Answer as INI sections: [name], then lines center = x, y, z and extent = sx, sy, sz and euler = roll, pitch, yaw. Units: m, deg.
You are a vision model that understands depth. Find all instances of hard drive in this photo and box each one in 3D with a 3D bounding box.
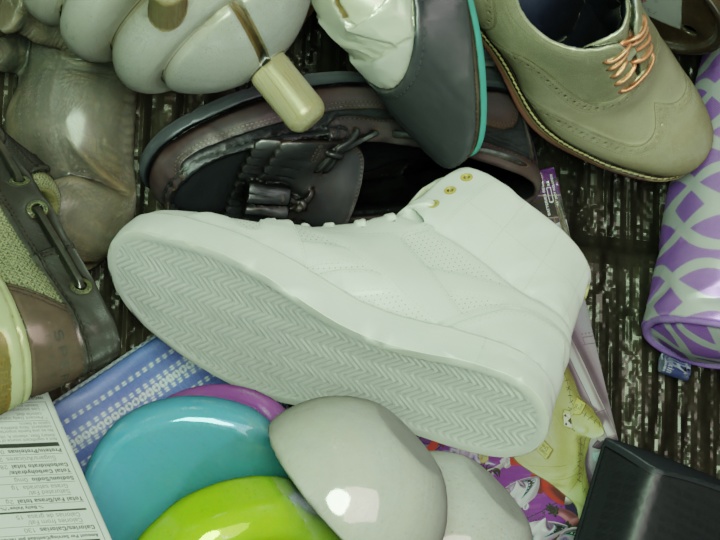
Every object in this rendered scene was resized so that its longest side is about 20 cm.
[hard drive]
center = 0.182, 0.175, 1.011
extent = 0.199, 0.042, 0.136
euler = 28, 73, -30

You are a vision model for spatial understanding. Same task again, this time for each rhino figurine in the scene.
[rhino figurine]
center = -0.130, -0.095, 0.914
extent = 0.087, 0.059, 0.202
euler = 15, 76, -43

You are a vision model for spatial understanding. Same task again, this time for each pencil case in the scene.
[pencil case]
center = 0.200, -0.045, 1.039
extent = 0.085, 0.084, 0.202
euler = 18, 76, -16

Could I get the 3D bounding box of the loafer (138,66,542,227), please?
[loafer]
center = -0.001, -0.049, 0.939
extent = 0.199, 0.072, 0.063
euler = -11, 60, -32

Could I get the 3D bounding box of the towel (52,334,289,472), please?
[towel]
center = -0.067, 0.132, 0.936
extent = 0.144, 0.024, 0.201
euler = -34, 97, -24

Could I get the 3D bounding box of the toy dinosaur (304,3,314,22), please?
[toy dinosaur]
center = 0.031, -0.145, 0.968
extent = 0.199, 0.058, 0.102
euler = 0, 101, -33

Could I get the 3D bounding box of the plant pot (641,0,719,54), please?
[plant pot]
center = 0.177, -0.213, 1.001
extent = 0.186, 0.187, 0.201
euler = 35, 74, -16

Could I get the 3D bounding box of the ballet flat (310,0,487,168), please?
[ballet flat]
center = 0.007, -0.140, 0.879
extent = 0.072, 0.073, 0.202
euler = -10, 99, -24

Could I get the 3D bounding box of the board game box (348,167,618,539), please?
[board game box]
center = 0.062, 0.060, 1.000
extent = 0.119, 0.032, 0.202
euler = -13, 89, -20

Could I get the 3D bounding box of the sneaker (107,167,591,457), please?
[sneaker]
center = 0.000, 0.000, 0.898
extent = 0.198, 0.074, 0.116
euler = 20, 46, 6

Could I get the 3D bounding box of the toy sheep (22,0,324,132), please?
[toy sheep]
center = -0.081, -0.138, 0.838
extent = 0.137, 0.138, 0.201
euler = -30, 83, -24

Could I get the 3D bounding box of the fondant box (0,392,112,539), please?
[fondant box]
center = -0.145, 0.126, 0.783
extent = 0.058, 0.200, 0.145
euler = 1, 118, -23

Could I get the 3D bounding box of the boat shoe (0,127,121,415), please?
[boat shoe]
center = -0.149, -0.019, 0.815
extent = 0.064, 0.074, 0.201
euler = -8, 45, -24

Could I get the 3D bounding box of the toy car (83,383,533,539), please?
[toy car]
center = -0.041, 0.115, 0.855
extent = 0.175, 0.150, 0.200
euler = -43, 146, 9

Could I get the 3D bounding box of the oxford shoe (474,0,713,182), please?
[oxford shoe]
center = 0.105, -0.098, 0.947
extent = 0.199, 0.074, 0.071
euler = 35, 82, -34

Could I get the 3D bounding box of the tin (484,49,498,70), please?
[tin]
center = 0.026, -0.186, 1.009
extent = 0.111, 0.042, 0.202
euler = -23, 93, -20
